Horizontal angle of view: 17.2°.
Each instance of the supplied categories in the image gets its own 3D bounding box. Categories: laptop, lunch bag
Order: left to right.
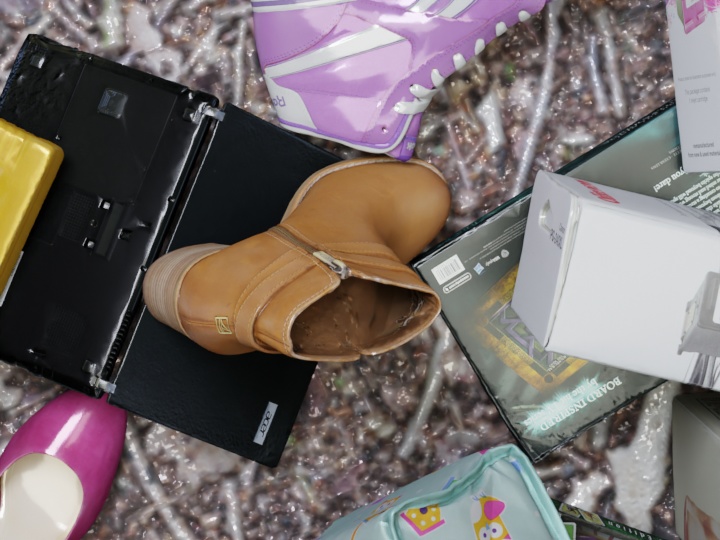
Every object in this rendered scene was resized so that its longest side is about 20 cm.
[{"bbox_3d":[-0.118,-0.011,1.328,0.199,0.103,0.178,19,84,20],"label":"laptop"},{"bbox_3d":[0.054,0.215,1.274,0.122,0.170,0.201,-28,87,-39],"label":"lunch bag"}]

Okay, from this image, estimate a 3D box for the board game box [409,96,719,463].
[{"bbox_3d":[0.146,0.001,1.346,0.199,0.028,0.136,-31,97,0],"label":"board game box"}]

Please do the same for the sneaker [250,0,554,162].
[{"bbox_3d":[0.045,-0.122,1.311,0.199,0.073,0.115,-9,99,7],"label":"sneaker"}]

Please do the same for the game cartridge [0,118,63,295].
[{"bbox_3d":[-0.284,-0.030,1.294,0.199,0.032,0.177,26,94,12],"label":"game cartridge"}]

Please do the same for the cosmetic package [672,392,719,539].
[{"bbox_3d":[0.234,0.124,1.278,0.103,0.200,0.088,-1,97,-1],"label":"cosmetic package"}]

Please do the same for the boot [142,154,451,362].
[{"bbox_3d":[0.000,0.000,1.250,0.199,0.154,0.074,-26,110,-27],"label":"boot"}]

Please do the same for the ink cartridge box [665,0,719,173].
[{"bbox_3d":[0.245,-0.160,1.293,0.144,0.085,0.201,-7,94,-13],"label":"ink cartridge box"}]

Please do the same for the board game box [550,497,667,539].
[{"bbox_3d":[0.177,0.209,1.365,0.199,0.023,0.105,19,107,-5],"label":"board game box"}]

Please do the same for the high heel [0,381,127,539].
[{"bbox_3d":[-0.194,0.148,1.309,0.067,0.096,0.200,40,91,-6],"label":"high heel"}]

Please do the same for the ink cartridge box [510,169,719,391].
[{"bbox_3d":[0.188,0.014,1.263,0.199,0.145,0.084,13,97,-5],"label":"ink cartridge box"}]
